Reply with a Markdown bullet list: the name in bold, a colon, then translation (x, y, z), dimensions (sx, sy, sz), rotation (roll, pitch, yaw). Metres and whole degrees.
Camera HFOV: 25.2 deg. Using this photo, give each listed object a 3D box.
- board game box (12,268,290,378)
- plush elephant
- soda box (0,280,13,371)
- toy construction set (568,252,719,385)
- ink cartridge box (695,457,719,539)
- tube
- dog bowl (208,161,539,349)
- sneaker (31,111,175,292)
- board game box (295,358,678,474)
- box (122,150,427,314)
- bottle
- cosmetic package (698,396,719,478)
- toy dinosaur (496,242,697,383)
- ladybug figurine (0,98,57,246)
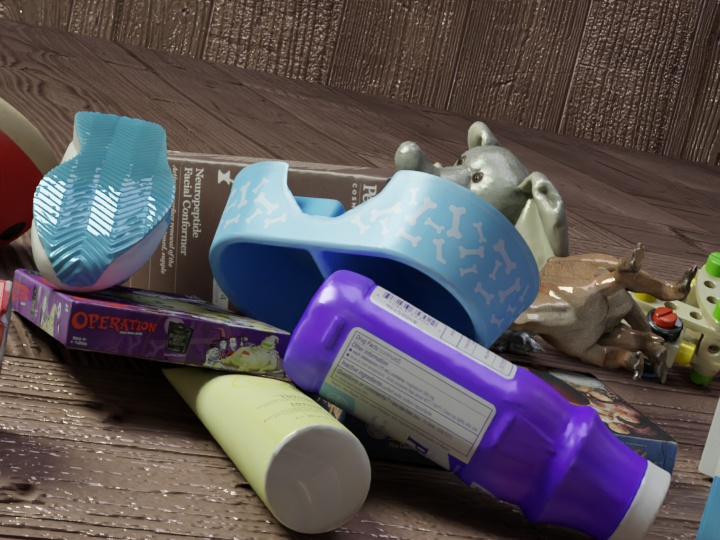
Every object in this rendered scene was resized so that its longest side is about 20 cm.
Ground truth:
- **board game box**: translation (-0.125, 0.027, 0.909), dimensions (0.119, 0.033, 0.200), rotation (5, 3, -21)
- **plush elephant**: translation (0.066, -0.025, 1.148), dimensions (0.198, 0.156, 0.165), rotation (8, 12, -26)
- **soda box**: translation (-0.260, 0.027, 0.719), dimensions (0.198, 0.071, 0.063), rotation (11, 11, -12)
- **toy construction set**: translation (0.217, 0.025, 1.256), dimensions (0.198, 0.093, 0.131), rotation (9, 34, 21)
- **ink cartridge box**: translation (0.276, 0.063, 0.849), dimensions (0.128, 0.202, 0.125), rotation (18, 12, 26)
- **tube**: translation (-0.047, 0.076, 0.804), dimensions (0.058, 0.052, 0.200), rotation (55, -8, -16)
- **dog bowl**: translation (0.000, 0.000, 0.883), dimensions (0.199, 0.050, 0.112), rotation (6, -40, 35)
- **sneaker**: translation (-0.146, -0.025, 0.923), dimensions (0.076, 0.082, 0.200), rotation (10, 21, -5)
- **board game box**: translation (0.068, 0.081, 0.943), dimensions (0.198, 0.035, 0.135), rotation (10, 12, -17)
- **box**: translation (-0.060, -0.021, 1.049), dimensions (0.198, 0.101, 0.075), rotation (6, 7, 23)
- **bottle**: translation (0.058, 0.073, 0.812), dimensions (0.199, 0.066, 0.084), rotation (30, -2, 4)
- **cosmetic package**: translation (0.307, 0.095, 1.032), dimensions (0.107, 0.086, 0.199), rotation (21, 12, 30)
- **toy dinosaur**: translation (0.133, 0.017, 1.048), dimensions (0.135, 0.087, 0.199), rotation (12, 3, 31)
- **ladybug figurine**: translation (-0.281, -0.069, 1.056), dimensions (0.135, 0.073, 0.200), rotation (-17, -32, 31)
